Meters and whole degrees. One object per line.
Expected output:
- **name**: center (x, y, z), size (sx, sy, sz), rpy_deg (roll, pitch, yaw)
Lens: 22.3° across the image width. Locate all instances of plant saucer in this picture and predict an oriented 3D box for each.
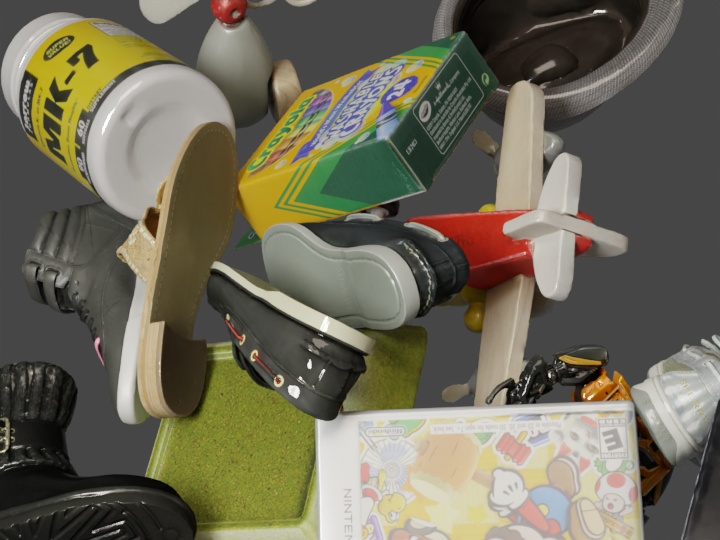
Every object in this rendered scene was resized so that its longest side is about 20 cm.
- **plant saucer**: center (-0.067, 0.118, 1.212), size (0.198, 0.048, 0.201), rpy_deg (-7, 53, 30)

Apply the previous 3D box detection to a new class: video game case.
- **video game case**: center (0.073, 0.173, 1.106), size (0.198, 0.023, 0.184), rpy_deg (-2, 75, 2)

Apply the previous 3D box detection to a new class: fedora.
- **fedora**: center (0.152, -0.178, 1.404), size (0.200, 0.091, 0.177), rpy_deg (-44, 62, -14)

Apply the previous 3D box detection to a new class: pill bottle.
- **pill bottle**: center (-0.185, -0.120, 1.349), size (0.114, 0.115, 0.200), rpy_deg (-35, 36, -17)

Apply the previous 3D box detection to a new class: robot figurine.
- **robot figurine**: center (0.119, 0.144, 1.186), size (0.200, 0.146, 0.058), rpy_deg (-38, 18, -10)

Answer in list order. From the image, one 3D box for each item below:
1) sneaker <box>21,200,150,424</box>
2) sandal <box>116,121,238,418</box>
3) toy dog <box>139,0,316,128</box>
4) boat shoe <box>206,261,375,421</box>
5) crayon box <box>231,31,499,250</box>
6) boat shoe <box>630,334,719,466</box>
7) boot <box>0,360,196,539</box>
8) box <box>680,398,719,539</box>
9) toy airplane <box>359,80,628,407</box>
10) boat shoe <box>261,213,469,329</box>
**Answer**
- **sneaker**: center (-0.193, 0.030, 1.316), size (0.098, 0.071, 0.201), rpy_deg (-6, 51, 3)
- **sandal**: center (-0.140, -0.003, 1.254), size (0.069, 0.078, 0.214), rpy_deg (-5, 67, 29)
- **toy dog**: center (-0.102, -0.188, 1.392), size (0.131, 0.201, 0.097), rpy_deg (-2, 35, -26)
- **boat shoe**: center (-0.058, 0.041, 1.168), size (0.064, 0.073, 0.201), rpy_deg (-64, 28, 1)
- **crayon box**: center (-0.011, -0.090, 1.303), size (0.199, 0.052, 0.126), rpy_deg (-16, 30, 44)
- **boat shoe**: center (0.224, 0.080, 1.177), size (0.064, 0.202, 0.075), rpy_deg (-32, 78, 15)
- **boot**: center (-0.197, 0.130, 1.204), size (0.209, 0.080, 0.159), rpy_deg (-8, 40, 16)
- **box**: center (0.264, 0.184, 1.097), size (0.147, 0.201, 0.105), rpy_deg (15, 59, 13)
- **toy airplane**: center (0.103, -0.008, 1.270), size (0.200, 0.141, 0.199), rpy_deg (-50, 47, 12)
- **boat shoe**: center (0.000, 0.000, 1.216), size (0.060, 0.076, 0.199), rpy_deg (-21, 20, -27)
